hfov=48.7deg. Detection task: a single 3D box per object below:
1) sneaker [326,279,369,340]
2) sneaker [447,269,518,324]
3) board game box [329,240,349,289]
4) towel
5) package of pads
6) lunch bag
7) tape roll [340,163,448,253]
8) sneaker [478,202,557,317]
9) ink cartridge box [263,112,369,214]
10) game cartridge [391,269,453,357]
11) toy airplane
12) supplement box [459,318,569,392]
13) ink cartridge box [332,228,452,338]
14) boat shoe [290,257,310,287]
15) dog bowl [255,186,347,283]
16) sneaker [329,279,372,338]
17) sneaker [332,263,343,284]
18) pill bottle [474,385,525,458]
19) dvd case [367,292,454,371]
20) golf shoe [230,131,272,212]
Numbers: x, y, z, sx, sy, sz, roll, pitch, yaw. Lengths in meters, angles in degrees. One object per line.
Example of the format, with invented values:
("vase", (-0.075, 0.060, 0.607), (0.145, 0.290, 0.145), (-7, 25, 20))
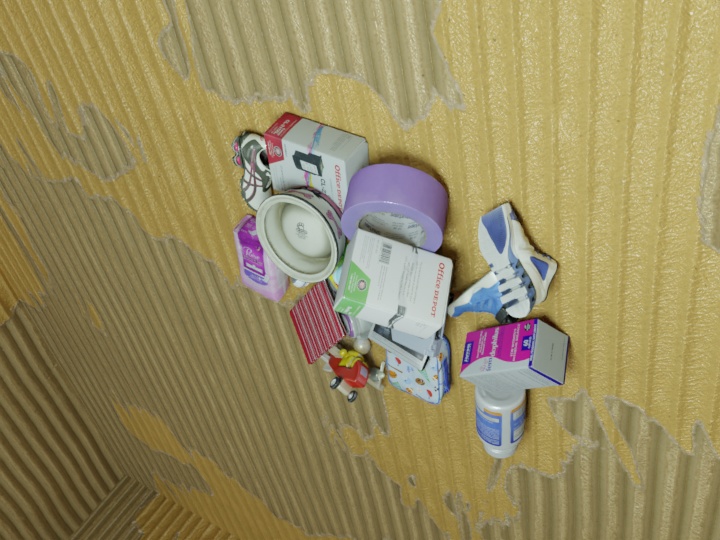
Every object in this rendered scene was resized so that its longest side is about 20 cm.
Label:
("sneaker", (-0.050, 0.085, 1.893), (0.081, 0.077, 0.202), (0, 126, 54))
("sneaker", (0.257, 0.072, 1.582), (0.112, 0.076, 0.200), (50, 138, 4))
("board game box", (-0.025, -0.013, 1.738), (0.047, 0.102, 0.202), (-12, 119, 47))
("towel", (-0.102, 0.123, 1.867), (0.200, 0.022, 0.147), (-42, 66, 52))
("package of pads", (-0.239, -0.027, 1.948), (0.119, 0.076, 0.202), (23, 141, 20))
("lunch bag", (0.140, 0.217, 1.851), (0.158, 0.076, 0.203), (17, 137, 26))
("tape roll", (0.065, -0.108, 1.505), (0.196, 0.086, 0.201), (10, 153, 5))
("sneaker", (0.293, -0.022, 1.454), (0.080, 0.114, 0.203), (-22, 82, 50))
("ink cartridge box", (-0.085, -0.213, 1.601), (0.197, 0.083, 0.148), (22, 140, 26))
("game cartridge", (0.122, 0.063, 1.647), (0.132, 0.040, 0.204), (20, 108, 39))
("toy airplane", (-0.029, 0.222, 1.983), (0.199, 0.142, 0.200), (41, -179, 22))
("supplement box", (0.307, 0.175, 1.599), (0.102, 0.103, 0.199), (27, 153, -29))
("ink cartridge box", (0.063, 0.028, 1.506), (0.196, 0.149, 0.084), (18, 155, -10))
("boat shoe", (-0.104, -0.015, 1.761), (0.066, 0.201, 0.074), (33, 116, -14))
("dog bowl", (-0.112, -0.080, 1.611), (0.197, 0.074, 0.203), (19, 131, 24))
("sneaker", (-0.012, 0.046, 1.825), (0.075, 0.098, 0.204), (12, 117, 62))
("sneaker", (0.000, 0.000, 1.648), (0.080, 0.199, 0.076), (1, 90, 20))
("pill bottle", (0.311, 0.325, 1.770), (0.110, 0.112, 0.202), (19, 139, 27))
("dvd case", (0.107, 0.101, 1.735), (0.149, 0.025, 0.203), (30, 122, 19))
("golf shoe", (-0.220, -0.206, 1.745), (0.087, 0.078, 0.203), (10, 135, 26))
